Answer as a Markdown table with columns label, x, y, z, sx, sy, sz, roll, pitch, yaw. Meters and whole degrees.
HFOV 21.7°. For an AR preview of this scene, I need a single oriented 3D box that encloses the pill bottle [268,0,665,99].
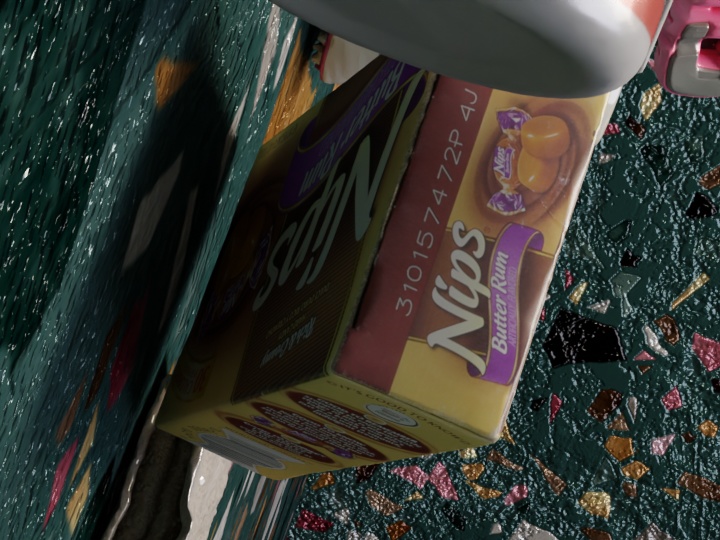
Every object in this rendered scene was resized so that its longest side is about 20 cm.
| label | x | y | z | sx | sy | sz | roll | pitch | yaw |
| --- | --- | --- | --- | --- | --- | --- | --- | --- | --- |
| pill bottle | 0.044 | -0.154 | 0.462 | 0.116 | 0.115 | 0.201 | 86 | 23 | -85 |

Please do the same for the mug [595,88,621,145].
| label | x | y | z | sx | sy | sz | roll | pitch | yaw |
| --- | --- | --- | --- | --- | --- | --- | --- | --- | --- |
| mug | 0.083 | -0.137 | 1.138 | 0.187 | 0.152 | 0.150 | 81 | 28 | -87 |

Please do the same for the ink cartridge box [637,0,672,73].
| label | x | y | z | sx | sy | sz | roll | pitch | yaw |
| --- | --- | --- | --- | --- | --- | --- | --- | --- | --- |
| ink cartridge box | 0.102 | -0.224 | 0.899 | 0.200 | 0.145 | 0.147 | -70 | 179 | -51 |

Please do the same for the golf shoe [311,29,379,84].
| label | x | y | z | sx | sy | sz | roll | pitch | yaw |
| --- | --- | --- | --- | --- | --- | --- | --- | --- | --- |
| golf shoe | 0.041 | -0.132 | 0.774 | 0.200 | 0.091 | 0.076 | 116 | -3 | -65 |

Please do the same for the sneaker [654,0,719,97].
| label | x | y | z | sx | sy | sz | roll | pitch | yaw |
| --- | --- | --- | --- | --- | --- | --- | --- | --- | --- |
| sneaker | 0.195 | -0.191 | 0.979 | 0.096 | 0.079 | 0.200 | -103 | -154 | -46 |

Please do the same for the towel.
| label | x | y | z | sx | sy | sz | roll | pitch | yaw |
| --- | --- | --- | --- | --- | --- | --- | --- | --- | --- |
| towel | -0.091 | 0.139 | 0.728 | 0.133 | 0.034 | 0.201 | 102 | 8 | -70 |

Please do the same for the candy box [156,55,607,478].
| label | x | y | z | sx | sy | sz | roll | pitch | yaw |
| --- | --- | --- | --- | --- | --- | --- | --- | --- | --- |
| candy box | 0.000 | 0.000 | 0.605 | 0.117 | 0.056 | 0.200 | -70 | -166 | -15 |
